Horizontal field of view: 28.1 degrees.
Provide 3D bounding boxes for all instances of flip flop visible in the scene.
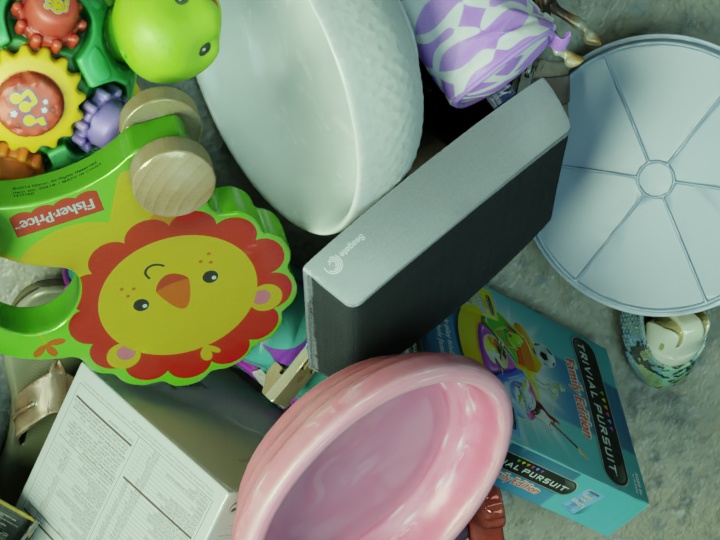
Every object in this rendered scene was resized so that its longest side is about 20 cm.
[{"bbox_3d":[-0.207,0.100,0.972,0.081,0.058,0.201,7,110,-23],"label":"flip flop"}]

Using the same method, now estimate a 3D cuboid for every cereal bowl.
[{"bbox_3d":[-0.025,-0.128,0.866,0.083,0.200,0.201,-26,121,-26],"label":"cereal bowl"}]

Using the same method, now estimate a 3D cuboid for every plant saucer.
[{"bbox_3d":[0.002,0.125,0.867,0.200,0.051,0.201,-26,140,-25],"label":"plant saucer"}]

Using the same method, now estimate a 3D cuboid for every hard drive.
[{"bbox_3d":[0.050,-0.019,0.887,0.200,0.042,0.135,-39,156,-21],"label":"hard drive"}]

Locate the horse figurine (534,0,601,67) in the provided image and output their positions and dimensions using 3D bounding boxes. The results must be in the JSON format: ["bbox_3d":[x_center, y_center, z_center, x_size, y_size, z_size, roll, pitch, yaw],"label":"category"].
[{"bbox_3d":[0.140,-0.215,0.924,0.200,0.050,0.133,-37,95,-9],"label":"horse figurine"}]

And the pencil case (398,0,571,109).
[{"bbox_3d":[0.042,-0.195,0.872,0.085,0.084,0.200,-34,88,-3],"label":"pencil case"}]

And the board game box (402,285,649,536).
[{"bbox_3d":[0.107,0.086,1.029,0.199,0.151,0.047,26,126,-29],"label":"board game box"}]

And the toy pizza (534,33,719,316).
[{"bbox_3d":[0.211,-0.067,1.020,0.199,0.032,0.201,4,104,18],"label":"toy pizza"}]

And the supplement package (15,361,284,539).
[{"bbox_3d":[-0.129,0.185,0.957,0.152,0.150,0.201,7,113,-56],"label":"supplement package"}]

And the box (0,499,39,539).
[{"bbox_3d":[-0.327,0.178,0.910,0.199,0.049,0.160,30,109,-3],"label":"box"}]

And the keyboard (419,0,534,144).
[{"bbox_3d":[0.072,-0.186,0.950,0.104,0.040,0.201,29,82,-21],"label":"keyboard"}]

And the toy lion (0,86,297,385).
[{"bbox_3d":[-0.142,0.000,0.850,0.199,0.069,0.192,-17,133,-5],"label":"toy lion"}]

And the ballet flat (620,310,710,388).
[{"bbox_3d":[0.236,0.016,1.097,0.074,0.074,0.201,-19,119,-12],"label":"ballet flat"}]

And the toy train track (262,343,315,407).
[{"bbox_3d":[0.000,0.000,0.927,0.200,0.033,0.115,-52,155,4],"label":"toy train track"}]

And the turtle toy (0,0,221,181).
[{"bbox_3d":[-0.176,-0.123,0.851,0.199,0.101,0.146,-26,120,-2],"label":"turtle toy"}]

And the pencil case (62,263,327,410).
[{"bbox_3d":[-0.098,0.018,0.959,0.200,0.085,0.093,31,55,-28],"label":"pencil case"}]

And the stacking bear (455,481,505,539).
[{"bbox_3d":[-0.003,0.176,1.057,0.199,0.114,0.122,-14,144,-2],"label":"stacking bear"}]

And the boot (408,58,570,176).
[{"bbox_3d":[0.046,-0.100,0.980,0.199,0.070,0.147,13,99,-19],"label":"boot"}]
